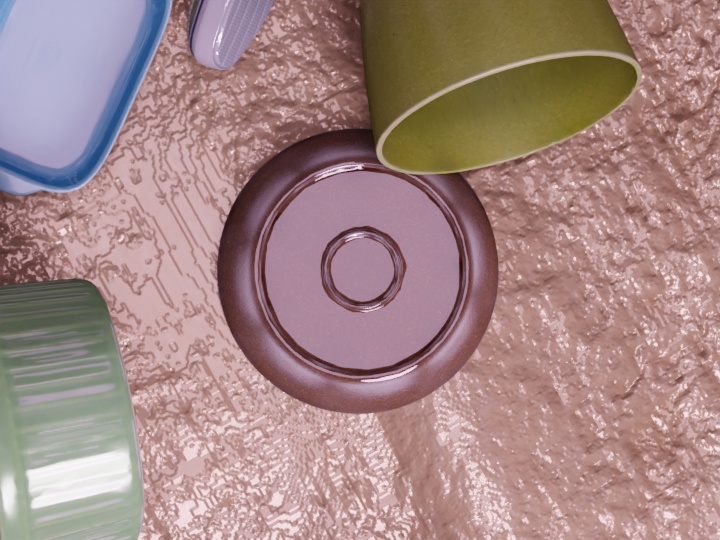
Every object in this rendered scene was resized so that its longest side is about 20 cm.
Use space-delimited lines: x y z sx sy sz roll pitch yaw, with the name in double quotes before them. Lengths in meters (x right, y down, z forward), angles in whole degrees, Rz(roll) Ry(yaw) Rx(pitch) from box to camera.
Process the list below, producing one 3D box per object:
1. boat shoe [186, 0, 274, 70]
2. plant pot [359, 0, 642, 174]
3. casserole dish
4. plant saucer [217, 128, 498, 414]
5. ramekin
"boat shoe" -0.085 -0.238 1.750 0.062 0.072 0.201 16 82 20
"plant pot" 0.073 -0.195 1.712 0.186 0.187 0.201 -15 74 -6
"casserole dish" -0.209 -0.147 1.741 0.121 0.039 0.201 24 86 -5
"plant saucer" 0.000 0.000 1.759 0.199 0.032 0.201 0 89 -6
"ramekin" -0.207 0.100 1.655 0.097 0.200 0.201 -10 89 -14
